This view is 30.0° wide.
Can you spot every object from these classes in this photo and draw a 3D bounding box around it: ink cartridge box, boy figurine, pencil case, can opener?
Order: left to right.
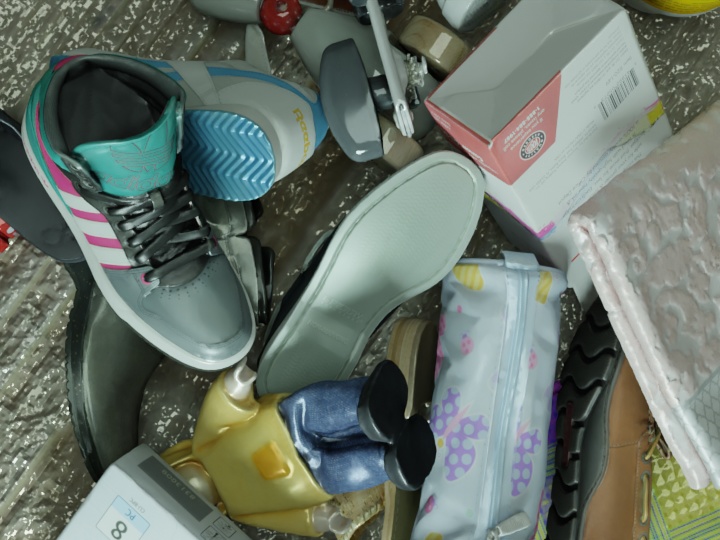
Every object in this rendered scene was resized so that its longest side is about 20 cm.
[{"bbox_3d":[-0.132,0.231,0.806,0.160,0.047,0.201,39,107,7],"label":"ink cartridge box"},{"bbox_3d":[-0.057,0.110,0.813,0.198,0.065,0.125,-18,108,27],"label":"boy figurine"},{"bbox_3d":[-0.004,-0.168,0.804,0.066,0.053,0.202,-12,75,4],"label":"can opener"},{"bbox_3d":[0.080,0.092,0.836,0.082,0.091,0.202,6,80,8],"label":"pencil case"},{"bbox_3d":[0.133,-0.074,0.851,0.116,0.200,0.067,-45,49,-6],"label":"ink cartridge box"}]

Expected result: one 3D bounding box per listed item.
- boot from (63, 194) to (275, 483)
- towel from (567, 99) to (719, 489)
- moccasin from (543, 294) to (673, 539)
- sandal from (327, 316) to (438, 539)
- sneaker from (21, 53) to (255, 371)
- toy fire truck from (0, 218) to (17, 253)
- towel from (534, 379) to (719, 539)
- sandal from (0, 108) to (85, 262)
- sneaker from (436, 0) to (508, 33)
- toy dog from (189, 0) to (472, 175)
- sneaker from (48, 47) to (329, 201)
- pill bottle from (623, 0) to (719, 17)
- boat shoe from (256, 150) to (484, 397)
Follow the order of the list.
[{"bbox_3d":[-0.117,0.033,0.848,0.129,0.068,0.203,-4,85,1],"label":"boot"},{"bbox_3d":[0.227,0.007,0.841,0.199,0.032,0.193,-34,101,-40],"label":"towel"},{"bbox_3d":[0.169,0.104,0.852,0.077,0.074,0.204,9,82,-18],"label":"moccasin"},{"bbox_3d":[0.004,0.135,0.865,0.069,0.078,0.214,6,91,21],"label":"sandal"},{"bbox_3d":[-0.118,-0.042,0.752,0.083,0.121,0.201,-35,84,-23],"label":"sneaker"},{"bbox_3d":[-0.322,-0.057,0.850,0.200,0.049,0.141,44,84,-2],"label":"toy fire truck"},{"bbox_3d":[0.164,0.136,0.895,0.198,0.023,0.145,-21,89,-5],"label":"towel"},{"bbox_3d":[-0.237,-0.076,0.810,0.199,0.043,0.077,26,83,-1],"label":"sandal"},{"bbox_3d":[0.075,-0.239,0.863,0.115,0.074,0.200,39,51,2],"label":"sneaker"},{"bbox_3d":[-0.015,-0.139,0.875,0.131,0.096,0.201,-36,75,-3],"label":"toy dog"},{"bbox_3d":[-0.113,-0.097,0.842,0.198,0.081,0.077,19,125,28],"label":"sneaker"},{"bbox_3d":[0.211,-0.219,0.831,0.103,0.200,0.106,0,86,-5],"label":"pill bottle"},{"bbox_3d":[0.000,0.000,0.838,0.075,0.060,0.200,38,105,-17],"label":"boat shoe"}]
